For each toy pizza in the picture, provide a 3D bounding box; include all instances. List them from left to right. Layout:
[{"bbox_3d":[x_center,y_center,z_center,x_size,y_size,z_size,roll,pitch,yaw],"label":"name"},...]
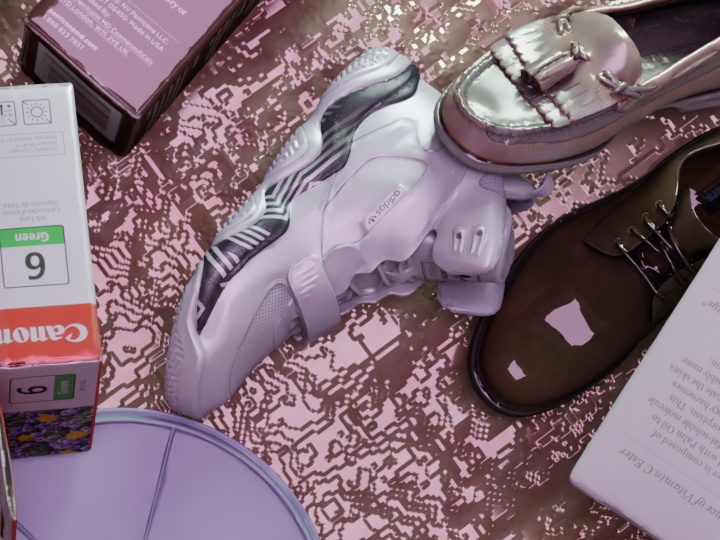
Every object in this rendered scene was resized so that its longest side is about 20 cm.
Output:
[{"bbox_3d":[-0.110,0.163,1.266,0.200,0.032,0.201,1,83,-9],"label":"toy pizza"}]

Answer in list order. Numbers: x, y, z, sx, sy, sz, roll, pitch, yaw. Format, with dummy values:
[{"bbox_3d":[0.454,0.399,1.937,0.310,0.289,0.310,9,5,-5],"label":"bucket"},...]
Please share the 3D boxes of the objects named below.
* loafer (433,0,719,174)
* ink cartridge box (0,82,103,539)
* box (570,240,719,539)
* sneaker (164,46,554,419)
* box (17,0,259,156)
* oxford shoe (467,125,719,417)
[{"bbox_3d":[0.121,-0.102,1.290,0.200,0.063,0.072,-19,62,-34],"label":"loafer"},{"bbox_3d":[-0.141,0.031,1.215,0.050,0.109,0.200,-5,66,-11],"label":"ink cartridge box"},{"bbox_3d":[0.219,0.057,1.237,0.152,0.106,0.200,34,93,26],"label":"box"},{"bbox_3d":[0.000,0.000,1.272,0.115,0.075,0.200,30,74,14],"label":"sneaker"},{"bbox_3d":[-0.069,-0.155,1.283,0.075,0.100,0.200,42,78,-1],"label":"box"},{"bbox_3d":[0.131,-0.008,1.302,0.200,0.084,0.073,-42,92,-10],"label":"oxford shoe"}]
